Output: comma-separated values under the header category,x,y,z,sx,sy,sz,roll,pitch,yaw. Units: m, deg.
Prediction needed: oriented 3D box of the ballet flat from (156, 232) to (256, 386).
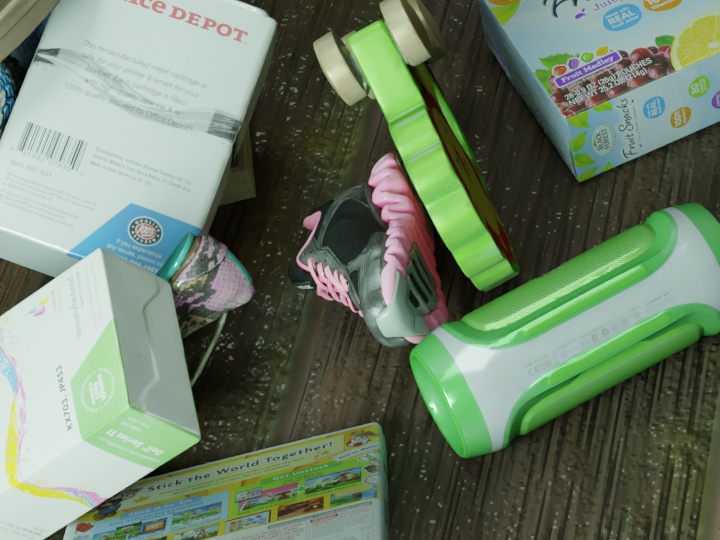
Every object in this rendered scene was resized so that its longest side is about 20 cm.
category,x,y,z,sx,sy,sz,roll,pitch,yaw
ballet flat,-0.141,0.059,1.423,0.200,0.071,0.069,-43,14,22

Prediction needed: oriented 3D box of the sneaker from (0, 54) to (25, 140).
category,x,y,z,sx,sy,sz,roll,pitch,yaw
sneaker,-0.286,-0.068,1.509,0.086,0.201,0.075,27,29,2

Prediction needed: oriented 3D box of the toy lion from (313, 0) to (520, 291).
category,x,y,z,sx,sy,sz,roll,pitch,yaw
toy lion,0.048,-0.079,1.453,0.068,0.193,0.200,-28,3,9

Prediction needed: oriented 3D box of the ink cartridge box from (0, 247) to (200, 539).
category,x,y,z,sx,sy,sz,roll,pitch,yaw
ink cartridge box,-0.198,0.090,1.357,0.199,0.067,0.118,-33,53,26

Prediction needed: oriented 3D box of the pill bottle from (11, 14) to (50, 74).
category,x,y,z,sx,sy,sz,roll,pitch,yaw
pill bottle,-0.222,-0.153,1.603,0.199,0.109,0.109,-33,46,-14

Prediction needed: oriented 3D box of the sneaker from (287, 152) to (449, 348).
category,x,y,z,sx,sy,sz,roll,pitch,yaw
sneaker,0.000,0.000,1.434,0.095,0.079,0.200,-21,23,8

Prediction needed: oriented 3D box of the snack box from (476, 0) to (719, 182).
category,x,y,z,sx,sy,sz,roll,pitch,yaw
snack box,0.200,-0.169,1.547,0.199,0.068,0.169,-22,45,-5

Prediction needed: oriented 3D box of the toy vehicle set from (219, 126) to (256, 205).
category,x,y,z,sx,sy,sz,roll,pitch,yaw
toy vehicle set,-0.177,-0.081,1.615,0.198,0.027,0.125,-13,45,6

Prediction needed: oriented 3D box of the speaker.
category,x,y,z,sx,sy,sz,roll,pitch,yaw
speaker,0.132,0.036,1.359,0.199,0.089,0.089,-27,45,-9

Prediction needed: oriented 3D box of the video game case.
category,x,y,z,sx,sy,sz,roll,pitch,yaw
video game case,-0.080,0.155,1.307,0.198,0.023,0.182,-14,19,5

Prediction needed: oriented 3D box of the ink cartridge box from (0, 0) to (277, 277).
category,x,y,z,sx,sy,sz,roll,pitch,yaw
ink cartridge box,-0.155,-0.090,1.495,0.144,0.084,0.202,19,75,1

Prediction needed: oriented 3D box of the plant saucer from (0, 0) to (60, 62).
category,x,y,z,sx,sy,sz,roll,pitch,yaw
plant saucer,-0.239,-0.180,1.479,0.200,0.029,0.201,-37,26,21
